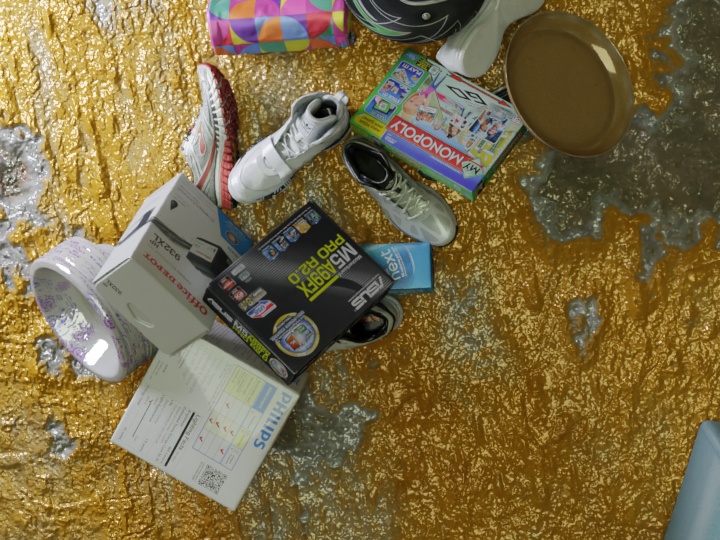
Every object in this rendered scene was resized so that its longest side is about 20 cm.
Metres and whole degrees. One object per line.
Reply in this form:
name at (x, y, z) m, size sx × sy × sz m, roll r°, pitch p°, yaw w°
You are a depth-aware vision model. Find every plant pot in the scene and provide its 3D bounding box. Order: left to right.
plant pot at (0.266, -0.238, 1.581) m, size 0.199 × 0.027 × 0.201 m, roll 7°, pitch 74°, yaw -25°
plant pot at (0.532, 0.340, 1.607) m, size 0.196 × 0.200 × 0.197 m, roll 15°, pitch 101°, yaw 4°

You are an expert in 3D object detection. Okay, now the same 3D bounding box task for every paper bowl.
paper bowl at (-0.352, 0.045, 1.675) m, size 0.104 × 0.201 × 0.201 m, roll -37°, pitch 95°, yaw -31°

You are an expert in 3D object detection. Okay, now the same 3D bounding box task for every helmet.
helmet at (0.066, -0.382, 1.543) m, size 0.200 × 0.200 × 0.191 m, roll -31°, pitch 110°, yaw 10°

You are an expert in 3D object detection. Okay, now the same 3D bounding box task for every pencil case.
pencil case at (-0.104, -0.333, 1.629) m, size 0.199 × 0.088 × 0.089 m, roll -2°, pitch 99°, yaw 5°

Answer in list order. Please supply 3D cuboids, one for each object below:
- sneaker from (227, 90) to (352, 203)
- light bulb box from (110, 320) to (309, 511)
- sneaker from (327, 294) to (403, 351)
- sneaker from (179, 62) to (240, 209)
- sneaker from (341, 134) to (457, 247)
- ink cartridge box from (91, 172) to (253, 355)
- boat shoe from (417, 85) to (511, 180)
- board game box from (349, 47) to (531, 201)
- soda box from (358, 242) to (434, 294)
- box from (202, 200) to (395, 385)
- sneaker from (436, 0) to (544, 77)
sneaker at (-0.093, -0.169, 1.610) m, size 0.200 × 0.115 × 0.075 m, roll -37°, pitch 85°, yaw -10°
light bulb box at (-0.206, 0.190, 1.702) m, size 0.199 × 0.125 × 0.199 m, roll 30°, pitch 100°, yaw 0°
sneaker at (-0.042, 0.078, 1.690) m, size 0.199 × 0.080 × 0.074 m, roll -16°, pitch 99°, yaw 10°
sneaker at (-0.212, -0.182, 1.666) m, size 0.082 × 0.078 × 0.201 m, roll 0°, pitch 99°, yaw 8°
sneaker at (0.046, -0.098, 1.632) m, size 0.200 × 0.115 × 0.076 m, roll 42°, pitch 101°, yaw -2°
ink cartridge box at (-0.243, -0.010, 1.614) m, size 0.084 × 0.200 × 0.145 m, roll -32°, pitch 113°, yaw 33°
boat shoe at (0.163, -0.183, 1.633) m, size 0.200 × 0.060 × 0.076 m, roll -39°, pitch 93°, yaw 11°
board game box at (0.104, -0.193, 1.594) m, size 0.200 × 0.029 × 0.135 m, roll 32°, pitch 75°, yaw 21°
soda box at (0.000, 0.000, 1.671) m, size 0.199 × 0.068 × 0.064 m, roll -3°, pitch 83°, yaw 7°
box at (-0.078, 0.026, 1.573) m, size 0.160 × 0.044 × 0.200 m, roll 44°, pitch 60°, yaw 9°
sneaker at (0.171, -0.347, 1.605) m, size 0.200 × 0.088 × 0.075 m, roll -51°, pitch 126°, yaw -7°
